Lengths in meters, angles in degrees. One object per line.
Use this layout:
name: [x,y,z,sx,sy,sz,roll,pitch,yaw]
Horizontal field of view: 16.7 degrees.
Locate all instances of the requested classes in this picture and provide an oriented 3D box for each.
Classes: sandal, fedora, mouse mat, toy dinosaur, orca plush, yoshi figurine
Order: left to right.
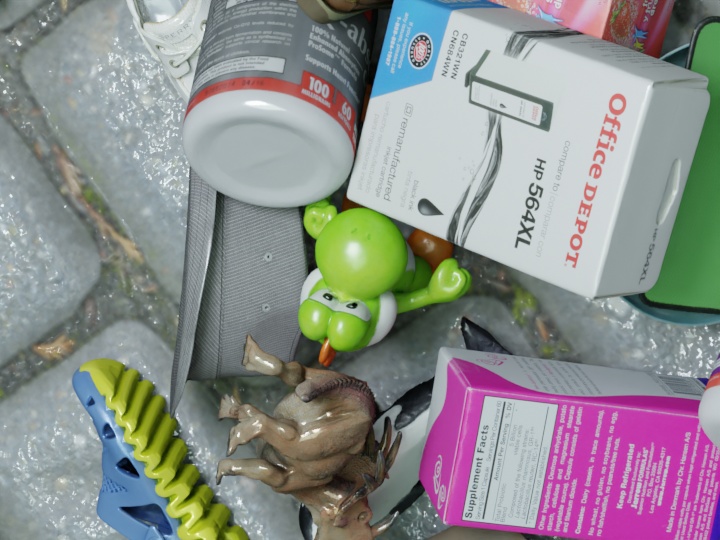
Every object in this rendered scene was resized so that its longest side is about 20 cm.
sandal: [-0.162,0.160,1.804,0.087,0.079,0.201,-28,93,19]
fedora: [-0.082,0.006,1.715,0.090,0.177,0.201,4,95,-5]
toy dinosaur: [-0.023,0.109,1.635,0.135,0.086,0.200,11,148,-8]
yoshi figurine: [0.011,-0.010,1.668,0.112,0.200,0.113,-15,103,17]
orca plush: [0.017,0.109,1.761,0.071,0.105,0.200,47,111,32]
mouse mat: [0.272,-0.066,1.660,0.160,0.008,0.201,6,103,-26]

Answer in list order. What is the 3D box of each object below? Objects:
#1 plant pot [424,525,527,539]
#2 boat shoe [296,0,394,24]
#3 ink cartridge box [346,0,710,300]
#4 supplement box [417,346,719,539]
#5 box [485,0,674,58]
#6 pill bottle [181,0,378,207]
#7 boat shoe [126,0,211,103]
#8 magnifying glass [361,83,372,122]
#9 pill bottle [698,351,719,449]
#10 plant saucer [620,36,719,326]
plant pot: [0.069,0.265,1.732,0.173,0.200,0.200,-41,91,0]
boat shoe: [0.029,-0.213,1.625,0.068,0.200,0.072,-24,101,33]
ink cartridge box: [0.106,-0.083,1.577,0.199,0.084,0.147,22,106,32]
supplement box: [0.150,0.123,1.689,0.199,0.101,0.104,9,103,-10]
box: [0.132,-0.128,1.665,0.102,0.094,0.201,22,106,30]
pill bottle: [-0.049,-0.153,1.650,0.115,0.201,0.116,6,146,4]
boat shoe: [-0.125,-0.172,1.715,0.071,0.069,0.201,-31,93,14]
magnifying glass: [-0.053,-0.154,1.748,0.199,0.022,0.080,31,105,3]
pill bottle: [0.305,0.033,1.620,0.112,0.113,0.201,22,72,6]
plant saucer: [0.233,-0.062,1.662,0.199,0.027,0.202,-8,109,-23]
